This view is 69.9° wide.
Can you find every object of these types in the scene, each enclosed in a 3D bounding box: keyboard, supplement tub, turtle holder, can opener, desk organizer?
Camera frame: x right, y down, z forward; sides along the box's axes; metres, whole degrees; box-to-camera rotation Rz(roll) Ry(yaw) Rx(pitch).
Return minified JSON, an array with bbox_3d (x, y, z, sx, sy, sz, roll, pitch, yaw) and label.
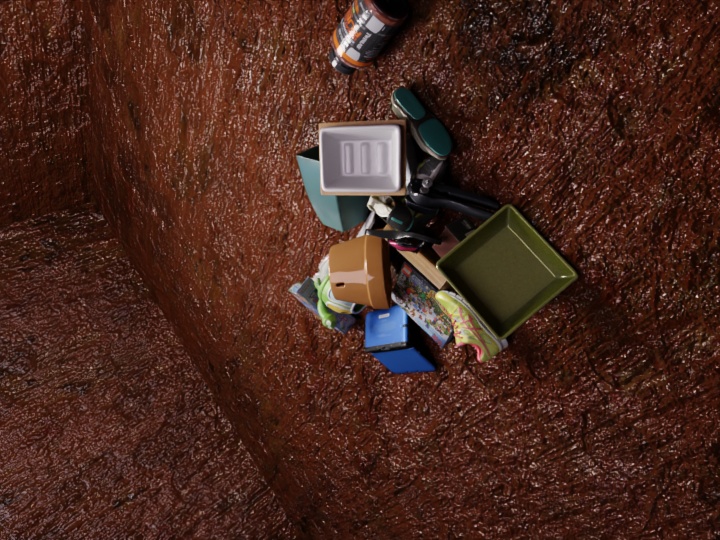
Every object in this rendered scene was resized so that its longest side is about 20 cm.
[{"bbox_3d":[0.009,-0.105,1.361,0.200,0.011,0.057,125,156,-61],"label":"keyboard"},{"bbox_3d":[0.008,-0.510,1.103,0.200,0.107,0.108,-34,84,53],"label":"supplement tub"},{"bbox_3d":[-0.052,0.064,1.453,0.132,0.185,0.141,42,163,25],"label":"turtle holder"},{"bbox_3d":[0.192,-0.150,1.082,0.198,0.064,0.079,12,162,13],"label":"can opener"},{"bbox_3d":[0.254,-0.013,1.123,0.200,0.071,0.077,52,144,17],"label":"desk organizer"}]

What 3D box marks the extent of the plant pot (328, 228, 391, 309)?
[{"bbox_3d":[0.000,0.000,1.298,0.139,0.200,0.202,-4,114,8],"label":"plant pot"}]

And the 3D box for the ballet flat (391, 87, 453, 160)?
[{"bbox_3d":[0.133,-0.311,1.117,0.201,0.067,0.062,59,167,15],"label":"ballet flat"}]

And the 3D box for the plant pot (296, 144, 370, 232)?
[{"bbox_3d":[-0.053,-0.214,1.331,0.141,0.141,0.202,23,134,42],"label":"plant pot"}]

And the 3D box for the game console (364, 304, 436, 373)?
[{"bbox_3d":[0.112,0.198,1.463,0.199,0.118,0.172,-20,64,53],"label":"game console"}]

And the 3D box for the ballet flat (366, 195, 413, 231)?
[{"bbox_3d":[0.058,-0.148,1.165,0.068,0.068,0.200,-68,23,15],"label":"ballet flat"}]

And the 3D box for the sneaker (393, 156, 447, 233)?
[{"bbox_3d":[0.148,-0.168,1.170,0.201,0.084,0.075,-59,28,28],"label":"sneaker"}]

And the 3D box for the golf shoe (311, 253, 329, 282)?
[{"bbox_3d":[-0.085,0.010,1.560,0.092,0.075,0.200,46,149,10],"label":"golf shoe"}]

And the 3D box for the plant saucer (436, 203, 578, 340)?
[{"bbox_3d":[0.288,0.004,1.033,0.200,0.200,0.048,51,-179,17],"label":"plant saucer"}]

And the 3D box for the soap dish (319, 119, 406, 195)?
[{"bbox_3d":[0.008,-0.248,1.142,0.198,0.081,0.159,3,104,17],"label":"soap dish"}]

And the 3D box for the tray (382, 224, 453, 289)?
[{"bbox_3d":[0.145,-0.034,1.218,0.200,0.098,0.037,44,110,24],"label":"tray"}]

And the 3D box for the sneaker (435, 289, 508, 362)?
[{"bbox_3d":[0.236,0.127,1.166,0.200,0.090,0.078,44,179,7],"label":"sneaker"}]

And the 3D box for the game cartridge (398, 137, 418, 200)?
[{"bbox_3d":[0.086,-0.217,1.239,0.132,0.041,0.202,14,121,42],"label":"game cartridge"}]

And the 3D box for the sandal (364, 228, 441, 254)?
[{"bbox_3d":[0.094,-0.063,1.152,0.199,0.075,0.046,8,90,37],"label":"sandal"}]

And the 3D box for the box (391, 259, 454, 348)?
[{"bbox_3d":[0.170,0.080,1.305,0.200,0.038,0.137,44,139,25],"label":"box"}]

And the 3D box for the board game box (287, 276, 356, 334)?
[{"bbox_3d":[-0.136,0.091,1.593,0.200,0.062,0.200,48,165,-31],"label":"board game box"}]
